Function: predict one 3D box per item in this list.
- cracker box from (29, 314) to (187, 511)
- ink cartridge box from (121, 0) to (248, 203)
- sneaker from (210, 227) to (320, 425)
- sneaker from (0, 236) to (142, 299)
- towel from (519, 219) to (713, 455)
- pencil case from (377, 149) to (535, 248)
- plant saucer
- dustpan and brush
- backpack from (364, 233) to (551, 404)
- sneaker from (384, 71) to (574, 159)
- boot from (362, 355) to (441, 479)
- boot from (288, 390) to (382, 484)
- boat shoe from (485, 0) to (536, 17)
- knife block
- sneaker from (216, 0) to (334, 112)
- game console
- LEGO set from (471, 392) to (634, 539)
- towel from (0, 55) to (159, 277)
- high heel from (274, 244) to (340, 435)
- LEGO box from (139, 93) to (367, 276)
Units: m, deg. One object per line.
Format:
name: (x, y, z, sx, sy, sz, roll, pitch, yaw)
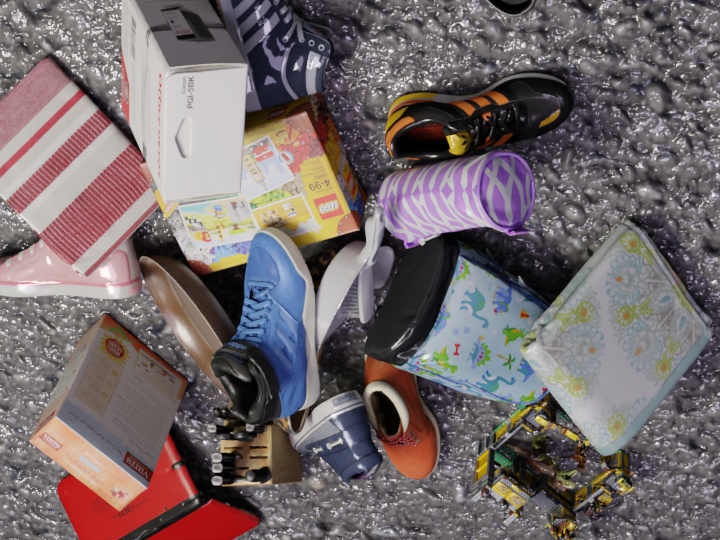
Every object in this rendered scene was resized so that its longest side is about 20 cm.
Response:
cracker box: (-0.287, 0.161, 1.728, 0.134, 0.201, 0.058, 42, 119, -17)
ink cartridge box: (-0.178, -0.181, 1.487, 0.082, 0.201, 0.148, -6, 126, -19)
sneaker: (-0.107, 0.063, 1.568, 0.076, 0.111, 0.203, 7, 109, 42)
sneaker: (-0.345, -0.026, 1.700, 0.198, 0.075, 0.106, 2, 109, 16)
towel: (0.277, 0.072, 1.607, 0.200, 0.048, 0.171, -48, 113, -16)
pencil case: (0.095, -0.071, 1.529, 0.083, 0.199, 0.087, -6, 89, -30)
plant saucer: (-0.178, 0.060, 1.681, 0.032, 0.200, 0.202, -35, 118, -16)
dustpan and brush: (0.000, 0.000, 1.593, 0.057, 0.140, 0.201, 25, 139, 24)
backpack: (0.132, 0.067, 1.636, 0.199, 0.153, 0.164, 31, 83, -32)
sneaker: (0.121, -0.146, 1.533, 0.197, 0.090, 0.071, -6, 121, 14)
boot: (0.043, 0.183, 1.746, 0.074, 0.108, 0.202, -11, 121, 14)
boot: (-0.028, 0.209, 1.729, 0.072, 0.091, 0.200, -19, 167, -16)
boat shoe: (0.112, -0.335, 1.433, 0.073, 0.063, 0.202, -26, 113, 25)
knife block: (-0.126, 0.229, 1.751, 0.063, 0.176, 0.202, -2, 128, 11)
sneaker: (-0.086, -0.263, 1.507, 0.107, 0.070, 0.202, -8, 116, 6)
game console: (-0.260, 0.298, 1.920, 0.199, 0.118, 0.174, -32, 81, 25)
LEGO set: (0.223, 0.249, 1.749, 0.153, 0.116, 0.200, -35, 111, 27)
towel: (-0.319, -0.110, 1.622, 0.144, 0.023, 0.200, -45, 105, -6)
high heel: (-0.053, 0.080, 1.669, 0.071, 0.144, 0.201, 8, 133, -28)
LEGO box: (-0.113, -0.096, 1.610, 0.198, 0.077, 0.150, -16, 118, 18)
